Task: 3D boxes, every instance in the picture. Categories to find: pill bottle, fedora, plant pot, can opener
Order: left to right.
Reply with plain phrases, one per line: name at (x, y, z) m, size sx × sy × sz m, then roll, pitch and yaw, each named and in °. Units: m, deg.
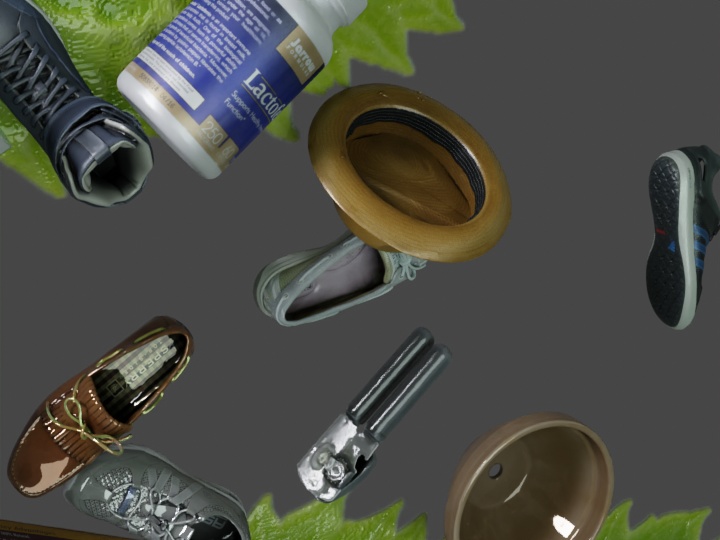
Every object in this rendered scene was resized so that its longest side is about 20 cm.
pill bottle at (-0.094, -0.183, 1.110) m, size 0.200 × 0.116 × 0.116 m, roll -46°, pitch 124°, yaw -4°
can opener at (0.016, 0.149, 1.357) m, size 0.200 × 0.053 × 0.067 m, roll -48°, pitch 156°, yaw -3°
fedora at (0.037, -0.074, 1.219) m, size 0.198 × 0.203 × 0.082 m, roll -4°, pitch 149°, yaw -26°
plant pot at (0.163, 0.233, 1.434) m, size 0.198 × 0.093 × 0.204 m, roll -11°, pitch 115°, yaw -25°

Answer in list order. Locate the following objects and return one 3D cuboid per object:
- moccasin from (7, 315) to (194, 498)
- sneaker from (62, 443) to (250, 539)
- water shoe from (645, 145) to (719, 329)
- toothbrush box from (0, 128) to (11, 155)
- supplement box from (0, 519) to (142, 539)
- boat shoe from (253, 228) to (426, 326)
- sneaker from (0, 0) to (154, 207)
moccasin at (-0.225, 0.121, 1.180) m, size 0.200 × 0.078 × 0.074 m, roll -37°, pitch 99°, yaw -10°
sneaker at (-0.179, 0.219, 1.251) m, size 0.198 × 0.082 × 0.076 m, roll 21°, pitch 100°, yaw -33°
water shoe at (0.355, -0.033, 1.439) m, size 0.078 × 0.071 × 0.203 m, roll -16°, pitch 117°, yaw -23°
toothbrush box at (-0.366, -0.132, 0.950) m, size 0.145 × 0.086 × 0.201 m, roll -38°, pitch 90°, yaw -9°
supplement box at (-0.256, 0.335, 1.187) m, size 0.195 × 0.200 × 0.134 m, roll 16°, pitch 103°, yaw -32°
boat shoe at (-0.001, -0.001, 1.265) m, size 0.200 × 0.065 × 0.075 m, roll -20°, pitch 119°, yaw -20°
sneaker at (-0.237, -0.134, 1.038) m, size 0.077 × 0.146 × 0.203 m, roll -41°, pitch 122°, yaw -5°
